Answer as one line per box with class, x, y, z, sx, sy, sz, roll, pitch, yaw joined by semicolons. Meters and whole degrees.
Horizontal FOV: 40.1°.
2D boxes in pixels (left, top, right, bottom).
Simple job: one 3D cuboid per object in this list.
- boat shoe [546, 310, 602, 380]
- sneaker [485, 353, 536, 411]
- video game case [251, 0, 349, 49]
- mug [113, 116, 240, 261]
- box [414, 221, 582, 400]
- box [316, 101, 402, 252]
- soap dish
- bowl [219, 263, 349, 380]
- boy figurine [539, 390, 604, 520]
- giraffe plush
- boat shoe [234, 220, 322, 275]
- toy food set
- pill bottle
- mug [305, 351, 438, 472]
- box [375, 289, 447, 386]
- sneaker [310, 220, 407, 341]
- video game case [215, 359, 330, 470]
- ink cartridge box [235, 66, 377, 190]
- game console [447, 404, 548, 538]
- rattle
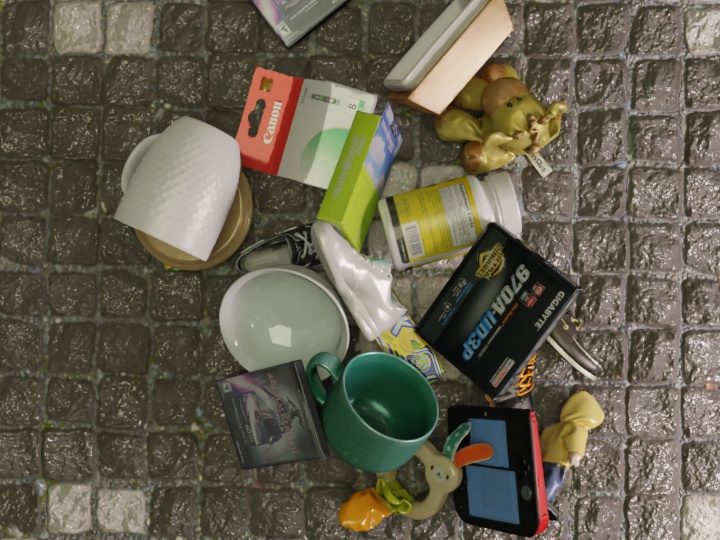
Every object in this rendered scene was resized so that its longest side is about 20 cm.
boat shoe;0.294;0.080;1.486;0.201;0.072;0.061;44;95;5
sneaker;0.225;0.138;1.465;0.078;0.077;0.202;-27;105;-42
video game case;-0.117;-0.467;1.531;0.143;0.019;0.201;-38;89;1
mug;-0.271;-0.132;1.436;0.199;0.147;0.177;23;86;34
box;0.194;0.057;1.407;0.159;0.046;0.201;40;107;19
box;0.001;-0.137;1.456;0.047;0.122;0.202;15;72;18
soap dish;0.130;-0.319;1.464;0.081;0.157;0.200;40;91;-15
bowl;-0.103;0.067;1.475;0.199;0.091;0.203;7;118;12
boy figurine;0.297;0.272;1.468;0.064;0.124;0.201;38;63;-7
giraffe plush;0.216;-0.219;1.449;0.199;0.162;0.173;35;90;3
boat shoe;-0.097;-0.035;1.504;0.198;0.068;0.072;-15;89;1
toy food set;-0.262;-0.100;1.520;0.196;0.049;0.202;-18;89;4
pill bottle;0.133;-0.076;1.474;0.198;0.114;0.115;-15;89;1
mug;0.013;0.200;1.423;0.151;0.115;0.186;-11;55;-38
box;0.049;0.086;1.496;0.064;0.070;0.201;-35;88;1
sneaker;0.000;0.000;1.413;0.088;0.075;0.201;-31;117;-3
video game case;-0.133;0.217;1.461;0.199;0.019;0.144;-19;88;46
ink cartridge box;-0.090;-0.217;1.519;0.198;0.050;0.162;16;90;0
game console;0.194;0.288;1.435;0.031;0.199;0.179;-8;89;-31
rattle;0.076;0.296;1.426;0.199;0.142;0.131;-25;64;40
